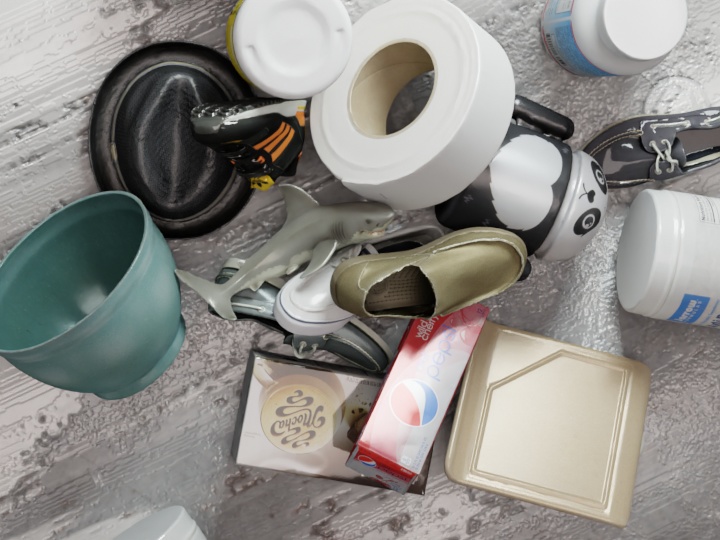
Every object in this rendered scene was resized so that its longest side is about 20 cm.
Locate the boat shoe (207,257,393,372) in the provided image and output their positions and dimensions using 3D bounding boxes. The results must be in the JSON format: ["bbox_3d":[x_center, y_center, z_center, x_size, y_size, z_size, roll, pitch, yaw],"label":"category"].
[{"bbox_3d":[-0.063,0.061,1.601,0.199,0.073,0.062,29,65,-2],"label":"boat shoe"}]

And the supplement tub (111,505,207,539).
[{"bbox_3d":[-0.180,0.356,1.594,0.132,0.132,0.201,-33,99,-3],"label":"supplement tub"}]

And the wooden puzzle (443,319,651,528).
[{"bbox_3d":[0.195,0.158,1.628,0.199,0.037,0.186,17,62,-3],"label":"wooden puzzle"}]

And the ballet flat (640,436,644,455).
[{"bbox_3d":[0.210,0.199,1.661,0.199,0.069,0.070,-4,96,-7],"label":"ballet flat"}]

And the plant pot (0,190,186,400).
[{"bbox_3d":[-0.254,0.041,1.536,0.200,0.200,0.134,-39,127,-2],"label":"plant pot"}]

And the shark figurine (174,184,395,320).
[{"bbox_3d":[-0.077,-0.035,1.556,0.214,0.128,0.090,-26,101,-1],"label":"shark figurine"}]

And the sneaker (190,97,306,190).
[{"bbox_3d":[-0.099,-0.119,1.509,0.070,0.200,0.091,0,99,19],"label":"sneaker"}]

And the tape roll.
[{"bbox_3d":[0.048,-0.163,1.536,0.071,0.202,0.203,29,92,-50],"label":"tape roll"}]

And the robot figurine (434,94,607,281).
[{"bbox_3d":[0.152,-0.085,1.592,0.199,0.125,0.151,20,119,-8],"label":"robot figurine"}]

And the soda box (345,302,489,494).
[{"bbox_3d":[0.058,0.114,1.553,0.070,0.063,0.201,25,61,0],"label":"soda box"}]

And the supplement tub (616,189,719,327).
[{"bbox_3d":[0.378,-0.006,1.621,0.199,0.132,0.133,8,95,-8],"label":"supplement tub"}]

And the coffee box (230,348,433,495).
[{"bbox_3d":[-0.024,0.155,1.618,0.199,0.080,0.114,11,91,-8],"label":"coffee box"}]

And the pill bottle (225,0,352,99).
[{"bbox_3d":[-0.073,-0.223,1.510,0.111,0.200,0.112,-1,98,-8],"label":"pill bottle"}]

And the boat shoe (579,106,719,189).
[{"bbox_3d":[0.322,-0.131,1.642,0.199,0.063,0.073,-14,98,-6],"label":"boat shoe"}]

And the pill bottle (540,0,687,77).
[{"bbox_3d":[0.251,-0.246,1.551,0.108,0.200,0.109,-1,97,-7],"label":"pill bottle"}]

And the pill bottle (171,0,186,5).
[{"bbox_3d":[-0.109,-0.341,1.536,0.199,0.120,0.120,-24,98,-4],"label":"pill bottle"}]

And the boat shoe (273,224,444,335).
[{"bbox_3d":[0.000,0.000,1.574,0.199,0.065,0.074,-27,66,-34],"label":"boat shoe"}]

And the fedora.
[{"bbox_3d":[-0.181,-0.128,1.561,0.199,0.092,0.202,-1,96,-8],"label":"fedora"}]

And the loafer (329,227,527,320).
[{"bbox_3d":[0.072,0.013,1.521,0.199,0.067,0.076,-14,118,-10],"label":"loafer"}]
